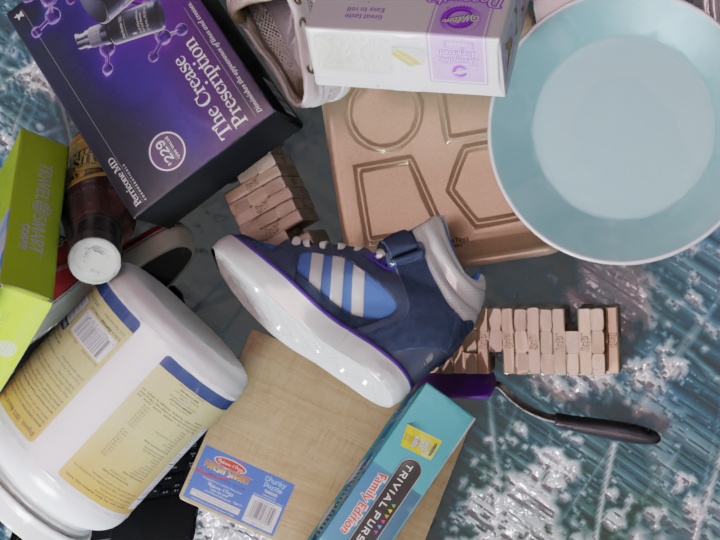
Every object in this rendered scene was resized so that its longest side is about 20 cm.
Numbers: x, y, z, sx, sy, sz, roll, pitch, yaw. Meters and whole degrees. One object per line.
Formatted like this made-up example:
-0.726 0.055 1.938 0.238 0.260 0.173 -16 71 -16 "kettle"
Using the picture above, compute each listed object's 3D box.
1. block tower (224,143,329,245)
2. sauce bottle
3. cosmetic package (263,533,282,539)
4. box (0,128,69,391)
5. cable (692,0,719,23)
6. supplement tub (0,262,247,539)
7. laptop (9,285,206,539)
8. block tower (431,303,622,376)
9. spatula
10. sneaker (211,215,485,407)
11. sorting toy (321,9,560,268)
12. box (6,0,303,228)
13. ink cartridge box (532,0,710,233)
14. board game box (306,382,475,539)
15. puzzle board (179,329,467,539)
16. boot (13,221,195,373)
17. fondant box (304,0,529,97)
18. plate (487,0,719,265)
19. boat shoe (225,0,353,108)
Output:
-0.088 -0.085 1.079 0.058 0.054 0.201 -28 86 13 "block tower"
-0.210 -0.056 1.047 0.065 0.200 0.066 -4 118 -8 "sauce bottle"
-0.007 0.304 1.075 0.199 0.074 0.102 32 100 13 "cosmetic package"
-0.271 0.001 0.993 0.047 0.201 0.122 20 129 -24 "box"
0.348 -0.196 0.958 0.199 0.069 0.201 -21 87 15 "cable"
-0.203 0.110 1.019 0.144 0.144 0.200 44 90 9 "supplement tub"
-0.227 0.133 1.105 0.176 0.201 0.104 -11 134 16 "laptop"
0.107 0.054 1.042 0.198 0.054 0.058 -2 91 14 "block tower"
0.143 0.110 1.043 0.199 0.057 0.021 16 111 6 "spatula"
0.000 0.000 1.009 0.200 0.081 0.147 36 67 21 "sneaker"
0.065 -0.100 1.059 0.184 0.036 0.202 -9 86 15 "sorting toy"
-0.162 -0.156 1.021 0.141 0.079 0.201 -37 79 11 "box"
0.203 -0.127 1.000 0.115 0.068 0.202 -8 91 15 "ink cartridge box"
0.003 0.185 0.976 0.047 0.151 0.201 35 80 3 "board game box"
-0.028 0.156 1.065 0.199 0.017 0.152 23 79 2 "puzzle board"
-0.246 -0.022 1.118 0.199 0.072 0.145 -30 66 11 "boot"
0.054 -0.221 0.980 0.143 0.058 0.201 6 52 14 "fondant box"
0.193 -0.104 0.956 0.199 0.026 0.202 0 92 15 "plate"
-0.075 -0.220 1.026 0.071 0.069 0.201 -33 88 44 "boat shoe"
